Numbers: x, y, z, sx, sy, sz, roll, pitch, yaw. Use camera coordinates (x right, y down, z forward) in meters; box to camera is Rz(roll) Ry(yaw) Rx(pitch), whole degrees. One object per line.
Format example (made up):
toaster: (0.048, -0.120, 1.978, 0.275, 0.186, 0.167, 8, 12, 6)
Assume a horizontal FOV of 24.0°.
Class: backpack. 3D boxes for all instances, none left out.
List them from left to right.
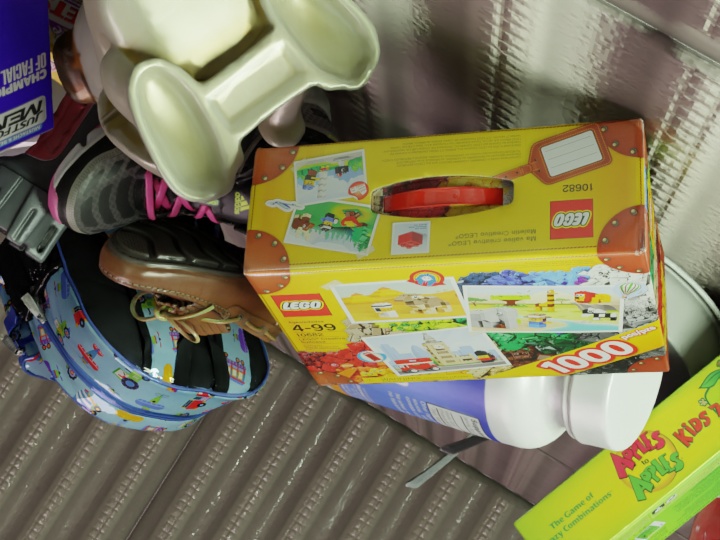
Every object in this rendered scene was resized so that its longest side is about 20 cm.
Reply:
backpack: (-0.168, 0.042, 1.261, 0.182, 0.135, 0.200, 14, -144, -42)

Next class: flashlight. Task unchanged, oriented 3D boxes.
flashlight: (-0.184, -0.110, 1.091, 0.068, 0.200, 0.068, 26, 168, 42)

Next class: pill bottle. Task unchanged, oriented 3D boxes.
pill bottle: (0.075, 0.043, 1.021, 0.200, 0.112, 0.112, 14, 164, 30)

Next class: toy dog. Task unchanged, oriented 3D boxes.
toy dog: (-0.112, -0.128, 0.963, 0.194, 0.140, 0.200, 45, 169, -14)

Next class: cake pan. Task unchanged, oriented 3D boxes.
cake pan: (0.144, 0.039, 1.103, 0.200, 0.037, 0.200, 25, 151, 15)

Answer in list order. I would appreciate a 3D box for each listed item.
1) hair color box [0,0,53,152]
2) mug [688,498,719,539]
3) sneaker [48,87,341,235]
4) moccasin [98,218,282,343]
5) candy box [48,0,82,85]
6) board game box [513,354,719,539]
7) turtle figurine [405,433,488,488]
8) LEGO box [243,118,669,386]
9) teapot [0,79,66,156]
hair color box: (-0.239, -0.176, 0.996, 0.109, 0.065, 0.200, 38, 142, 30)
mug: (0.395, 0.232, 1.362, 0.200, 0.177, 0.134, 17, 127, 45)
sneaker: (-0.095, -0.059, 1.068, 0.087, 0.200, 0.074, 54, 151, 38)
moccasin: (-0.109, 0.014, 1.148, 0.074, 0.078, 0.201, 37, -171, 24)
candy box: (-0.197, -0.172, 1.158, 0.200, 0.102, 0.026, 34, 134, -18)
board game box: (0.193, 0.120, 1.044, 0.048, 0.200, 0.102, 51, 180, 24)
turtle figurine: (0.138, 0.105, 1.274, 0.194, 0.200, 0.144, 11, 139, -6)
LEGO box: (0.057, -0.005, 0.894, 0.200, 0.077, 0.149, -4, 153, 14)
teapot: (-0.221, -0.137, 1.304, 0.197, 0.146, 0.200, 8, 162, -29)
